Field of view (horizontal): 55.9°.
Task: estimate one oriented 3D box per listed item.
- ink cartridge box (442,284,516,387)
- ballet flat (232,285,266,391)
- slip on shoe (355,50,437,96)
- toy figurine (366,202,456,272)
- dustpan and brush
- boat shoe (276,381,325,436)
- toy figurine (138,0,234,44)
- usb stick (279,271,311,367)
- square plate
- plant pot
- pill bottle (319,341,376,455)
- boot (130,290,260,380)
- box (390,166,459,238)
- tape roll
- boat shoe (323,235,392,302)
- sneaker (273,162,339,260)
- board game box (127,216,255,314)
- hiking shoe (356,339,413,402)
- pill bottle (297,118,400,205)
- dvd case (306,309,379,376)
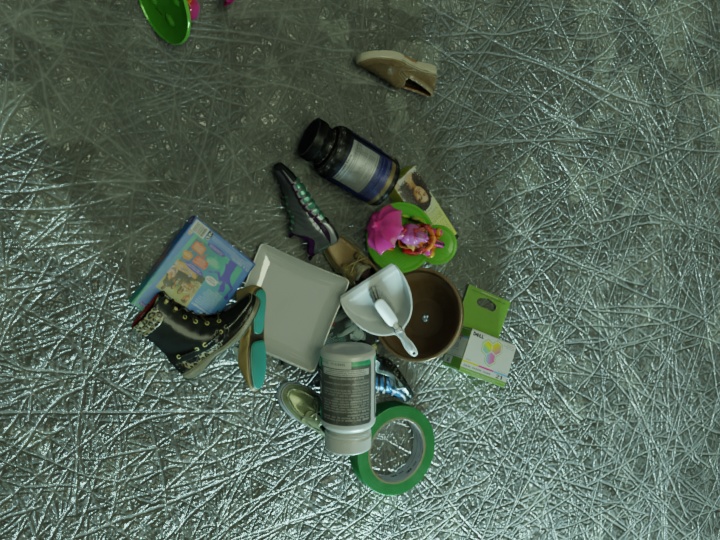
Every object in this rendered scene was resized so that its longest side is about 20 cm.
[{"bbox_3d":[0.296,0.153,1.607,0.146,0.076,0.203,21,85,-27],"label":"ink cartridge box"},{"bbox_3d":[-0.217,0.130,1.318,0.068,0.062,0.203,14,77,-66],"label":"ballet flat"},{"bbox_3d":[0.080,-0.421,1.455,0.198,0.076,0.062,4,86,-35],"label":"slip on shoe"},{"bbox_3d":[0.089,-0.067,1.368,0.197,0.184,0.152,13,92,13],"label":"toy figurine"},{"bbox_3d":[0.064,0.100,1.387,0.139,0.057,0.201,-32,126,5],"label":"dustpan and brush"},{"bbox_3d":[-0.088,0.299,1.417,0.199,0.062,0.072,40,68,-18],"label":"boat shoe"},{"bbox_3d":[-0.306,-0.535,1.234,0.200,0.150,0.184,49,56,4],"label":"toy figurine"},{"bbox_3d":[-0.125,0.098,1.406,0.055,0.032,0.203,13,88,-35],"label":"usb stick"},{"bbox_3d":[-0.147,0.075,1.365,0.196,0.028,0.202,23,84,-4],"label":"square plate"},{"bbox_3d":[0.134,0.100,1.485,0.093,0.198,0.204,25,80,-68],"label":"plant pot"},{"bbox_3d":[-0.025,0.252,1.345,0.112,0.113,0.203,-4,99,-27],"label":"pill bottle"},{"bbox_3d":[-0.296,0.085,1.230,0.203,0.074,0.154,-44,113,3],"label":"boot"},{"bbox_3d":[0.137,-0.130,1.518,0.075,0.050,0.201,-44,112,-18],"label":"box"},{"bbox_3d":[0.072,0.398,1.524,0.198,0.048,0.204,-2,95,-28],"label":"tape roll"},{"bbox_3d":[0.000,0.000,1.427,0.200,0.066,0.074,46,77,-6],"label":"boat shoe"},{"bbox_3d":[-0.130,-0.118,1.371,0.087,0.074,0.201,-36,100,4],"label":"sneaker"},{"bbox_3d":[-0.318,0.022,1.293,0.152,0.045,0.201,41,76,-25],"label":"board game box"},{"bbox_3d":[0.033,0.230,1.460,0.087,0.075,0.200,-43,119,6],"label":"hiking shoe"},{"bbox_3d":[-0.025,-0.225,1.391,0.199,0.111,0.113,27,81,-26],"label":"pill bottle"},{"bbox_3d":[-0.028,0.183,1.454,0.145,0.022,0.202,-26,116,-24],"label":"dvd case"}]
